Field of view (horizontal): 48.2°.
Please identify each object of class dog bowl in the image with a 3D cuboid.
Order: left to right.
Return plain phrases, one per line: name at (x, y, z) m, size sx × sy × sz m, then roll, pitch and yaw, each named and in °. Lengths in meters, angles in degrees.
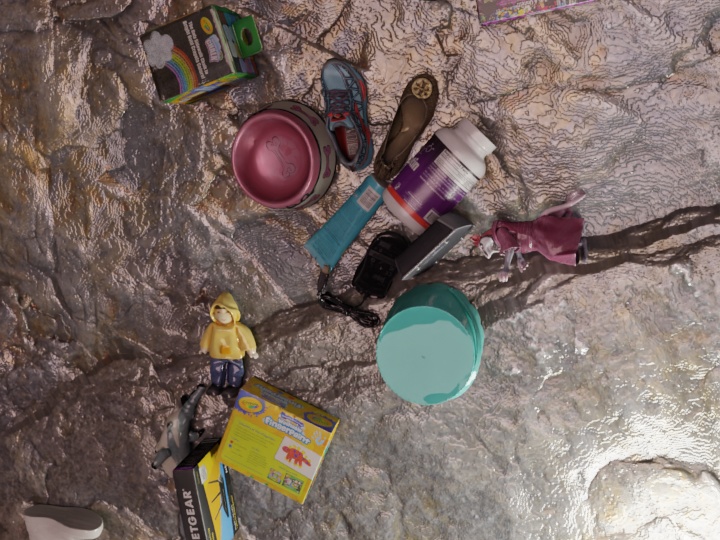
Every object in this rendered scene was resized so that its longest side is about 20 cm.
dog bowl at (-0.146, -0.203, 1.457) m, size 0.197 × 0.074 × 0.204 m, roll 5°, pitch 105°, yaw 19°

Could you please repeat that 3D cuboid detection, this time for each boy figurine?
boy figurine at (-0.257, 0.144, 1.572) m, size 0.122 × 0.064 × 0.203 m, roll 9°, pitch 106°, yaw 14°

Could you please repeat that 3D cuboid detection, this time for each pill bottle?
pill bottle at (0.137, -0.164, 1.389) m, size 0.112 × 0.112 × 0.200 m, roll 43°, pitch 102°, yaw 1°

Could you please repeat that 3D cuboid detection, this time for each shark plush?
shark plush at (-0.361, 0.327, 1.651) m, size 0.082 × 0.091 × 0.203 m, roll 20°, pitch 85°, yaw -12°

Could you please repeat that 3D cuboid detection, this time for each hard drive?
hard drive at (0.127, -0.044, 1.376) m, size 0.135 × 0.200 × 0.042 m, roll -43°, pitch 82°, yaw 16°

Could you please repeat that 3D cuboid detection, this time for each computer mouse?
computer mouse at (0.000, 0.000, 1.489) m, size 0.138 × 0.046 × 0.202 m, roll 19°, pitch 115°, yaw -4°

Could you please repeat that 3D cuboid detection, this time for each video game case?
video game case at (0.280, -0.517, 1.327) m, size 0.197 × 0.036 × 0.184 m, roll -9°, pitch 100°, yaw 14°

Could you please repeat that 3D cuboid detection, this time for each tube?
tube at (-0.023, -0.089, 1.479) m, size 0.200 × 0.050 × 0.078 m, roll -48°, pitch 64°, yaw 19°

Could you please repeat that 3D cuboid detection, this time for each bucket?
bucket at (0.125, 0.135, 1.444) m, size 0.204 × 0.135 × 0.211 m, roll 3°, pitch 102°, yaw 12°

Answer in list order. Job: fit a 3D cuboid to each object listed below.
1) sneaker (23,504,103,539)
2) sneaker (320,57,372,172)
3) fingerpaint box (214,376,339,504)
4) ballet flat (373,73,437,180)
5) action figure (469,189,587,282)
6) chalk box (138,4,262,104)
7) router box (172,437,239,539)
sneaker at (-0.637, 0.581, 1.746) m, size 0.197 × 0.074 × 0.118 m, roll 3°, pitch 104°, yaw 22°
sneaker at (-0.025, -0.275, 1.415) m, size 0.078 × 0.096 × 0.203 m, roll -14°, pitch 98°, yaw 14°
fingerpaint box at (-0.163, 0.332, 1.582) m, size 0.198 × 0.073 × 0.169 m, roll 24°, pitch 106°, yaw 7°
ballet flat at (0.077, -0.252, 1.418) m, size 0.067 × 0.046 × 0.202 m, roll 30°, pitch 101°, yaw 8°
action figure at (0.285, -0.061, 1.370) m, size 0.197 × 0.134 × 0.152 m, roll 3°, pitch 101°, yaw 9°
chalk box at (-0.266, -0.389, 1.434) m, size 0.197 × 0.124 × 0.127 m, roll -16°, pitch 97°, yaw 14°
router box at (-0.304, 0.458, 1.601) m, size 0.050 × 0.149 × 0.203 m, roll -6°, pitch 100°, yaw 14°
